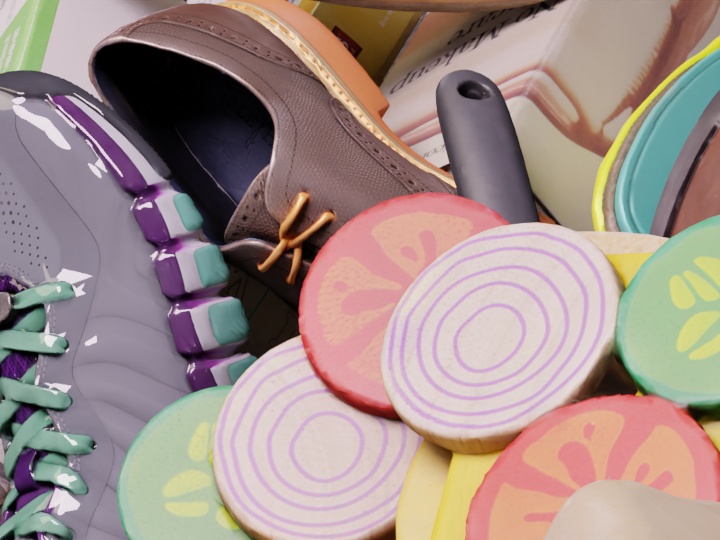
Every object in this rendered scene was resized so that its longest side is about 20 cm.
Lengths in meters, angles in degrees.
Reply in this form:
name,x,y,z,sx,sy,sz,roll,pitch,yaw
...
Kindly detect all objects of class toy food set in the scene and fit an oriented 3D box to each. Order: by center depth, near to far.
name,x,y,z,sx,sy,sz,roll,pitch,yaw
toy food set,0.025,0.065,0.684,0.199,0.049,0.199,-4,53,29

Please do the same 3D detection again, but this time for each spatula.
name,x,y,z,sx,sy,sz,roll,pitch,yaw
spatula,0.043,0.023,0.763,0.021,0.056,0.201,108,158,-51

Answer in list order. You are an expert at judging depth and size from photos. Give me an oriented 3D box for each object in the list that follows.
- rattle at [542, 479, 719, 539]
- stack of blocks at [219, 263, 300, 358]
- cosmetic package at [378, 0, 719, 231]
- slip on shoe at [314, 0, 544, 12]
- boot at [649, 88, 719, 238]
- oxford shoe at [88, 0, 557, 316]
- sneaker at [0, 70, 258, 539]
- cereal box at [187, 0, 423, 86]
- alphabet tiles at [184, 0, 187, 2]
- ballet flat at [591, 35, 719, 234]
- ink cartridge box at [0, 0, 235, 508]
name,x,y,z,sx,sy,sz,roll,pitch,yaw
rattle,0.085,0.131,0.491,0.143,0.130,0.200,-49,42,6
stack of blocks,-0.063,0.013,1.097,0.115,0.059,0.200,-26,22,41
cosmetic package,0.062,-0.045,0.950,0.103,0.087,0.200,-26,22,36
slip on shoe,-0.029,-0.113,0.908,0.061,0.199,0.076,-90,11,-47
boot,0.166,-0.006,0.694,0.188,0.068,0.200,-45,33,3
oxford shoe,0.000,0.000,0.821,0.073,0.200,0.071,-7,-47,-54
sneaker,-0.072,0.043,0.800,0.087,0.201,0.074,-25,-5,-43
cereal box,-0.037,-0.094,1.083,0.200,0.039,0.144,-9,46,59
alphabet tiles,-0.155,-0.052,1.003,0.201,0.166,0.008,-63,35,30
ballet flat,0.129,-0.049,0.884,0.200,0.067,0.067,-47,-4,-29
ink cartridge box,-0.127,0.006,0.948,0.200,0.084,0.146,-48,17,20
